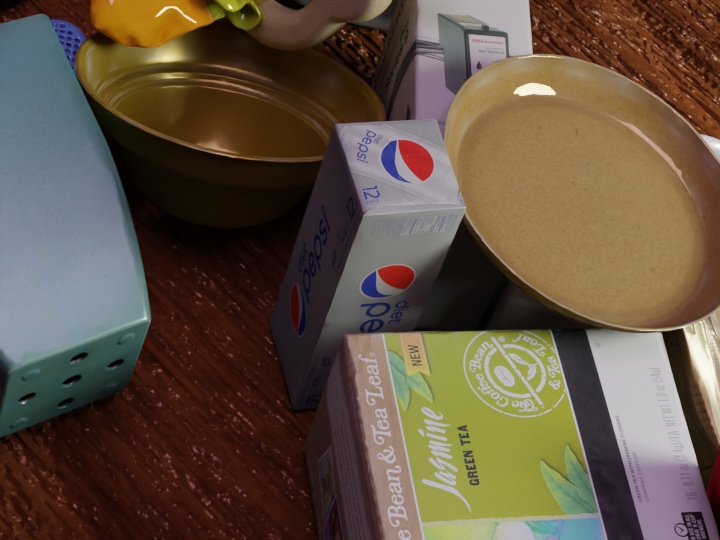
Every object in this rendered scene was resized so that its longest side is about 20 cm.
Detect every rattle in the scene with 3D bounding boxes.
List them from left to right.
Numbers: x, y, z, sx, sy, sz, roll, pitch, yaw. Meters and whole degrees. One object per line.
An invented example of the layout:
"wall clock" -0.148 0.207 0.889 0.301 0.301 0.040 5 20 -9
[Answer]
"rattle" -0.048 -0.189 1.058 0.200 0.130 0.143 18 15 36

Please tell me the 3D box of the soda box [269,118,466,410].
"soda box" 0.000 0.000 1.003 0.063 0.200 0.068 -5 55 -19

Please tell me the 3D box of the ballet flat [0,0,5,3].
"ballet flat" -0.290 -0.187 1.141 0.073 0.073 0.200 37 53 12

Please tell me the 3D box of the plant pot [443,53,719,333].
"plant pot" 0.136 -0.043 1.006 0.200 0.027 0.200 13 52 -17

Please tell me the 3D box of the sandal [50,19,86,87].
"sandal" -0.254 -0.125 1.090 0.200 0.087 0.079 -27 64 -39

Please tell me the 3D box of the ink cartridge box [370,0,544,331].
"ink cartridge box" 0.056 -0.081 1.116 0.084 0.146 0.200 8 52 -10

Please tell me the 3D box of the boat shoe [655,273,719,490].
"boat shoe" 0.218 0.093 1.041 0.064 0.071 0.200 -14 94 -32

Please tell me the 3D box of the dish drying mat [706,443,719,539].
"dish drying mat" 0.205 0.160 0.950 0.018 0.200 0.077 -11 58 -3

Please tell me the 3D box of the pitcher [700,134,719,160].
"pitcher" 0.316 -0.024 1.153 0.200 0.121 0.172 6 44 -33

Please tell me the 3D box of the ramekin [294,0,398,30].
"ramekin" 0.014 -0.246 1.196 0.200 0.200 0.105 15 78 -5

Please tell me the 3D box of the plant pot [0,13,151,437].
"plant pot" -0.213 -0.016 0.996 0.141 0.141 0.200 -20 67 -28

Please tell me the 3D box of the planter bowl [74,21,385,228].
"planter bowl" -0.090 -0.084 1.097 0.200 0.084 0.200 11 30 -7

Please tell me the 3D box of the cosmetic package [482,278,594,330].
"cosmetic package" 0.151 -0.022 1.147 0.101 0.071 0.200 17 51 -3

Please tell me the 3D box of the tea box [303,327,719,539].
"tea box" 0.084 0.150 0.959 0.196 0.134 0.200 -2 55 -15
